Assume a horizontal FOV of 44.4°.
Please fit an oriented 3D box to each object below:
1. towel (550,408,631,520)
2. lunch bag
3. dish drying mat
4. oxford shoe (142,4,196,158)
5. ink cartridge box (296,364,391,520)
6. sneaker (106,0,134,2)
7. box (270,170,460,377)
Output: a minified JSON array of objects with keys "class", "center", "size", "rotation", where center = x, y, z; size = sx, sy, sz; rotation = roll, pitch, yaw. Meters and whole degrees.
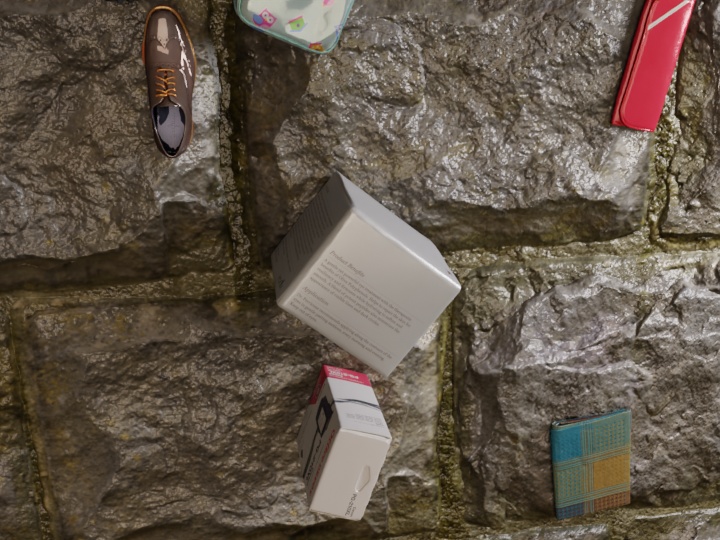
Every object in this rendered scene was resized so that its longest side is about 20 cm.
[{"class":"towel","center":[0.407,0.341,1.557],"size":[0.145,0.022,0.202],"rotation":[-10,114,-5]},{"class":"lunch bag","center":[-0.077,-0.402,1.158],"size":[0.159,0.077,0.201],"rotation":[18,106,-15]},{"class":"dish drying mat","center":[0.436,-0.310,1.317],"size":[0.076,0.018,0.202],"rotation":[7,109,-14]},{"class":"oxford shoe","center":[-0.253,-0.250,1.184],"size":[0.071,0.073,0.202],"rotation":[-6,111,-7]},{"class":"ink cartridge box","center":[-0.030,0.258,1.347],"size":[0.084,0.200,0.146],"rotation":[15,107,-15]},{"class":"sneaker","center":[-0.258,-0.416,1.131],"size":[0.199,0.078,0.087],"rotation":[-32,101,-5]},{"class":"box","center":[0.000,0.000,1.257],"size":[0.198,0.200,0.172],"rotation":[35,103,-19]}]
